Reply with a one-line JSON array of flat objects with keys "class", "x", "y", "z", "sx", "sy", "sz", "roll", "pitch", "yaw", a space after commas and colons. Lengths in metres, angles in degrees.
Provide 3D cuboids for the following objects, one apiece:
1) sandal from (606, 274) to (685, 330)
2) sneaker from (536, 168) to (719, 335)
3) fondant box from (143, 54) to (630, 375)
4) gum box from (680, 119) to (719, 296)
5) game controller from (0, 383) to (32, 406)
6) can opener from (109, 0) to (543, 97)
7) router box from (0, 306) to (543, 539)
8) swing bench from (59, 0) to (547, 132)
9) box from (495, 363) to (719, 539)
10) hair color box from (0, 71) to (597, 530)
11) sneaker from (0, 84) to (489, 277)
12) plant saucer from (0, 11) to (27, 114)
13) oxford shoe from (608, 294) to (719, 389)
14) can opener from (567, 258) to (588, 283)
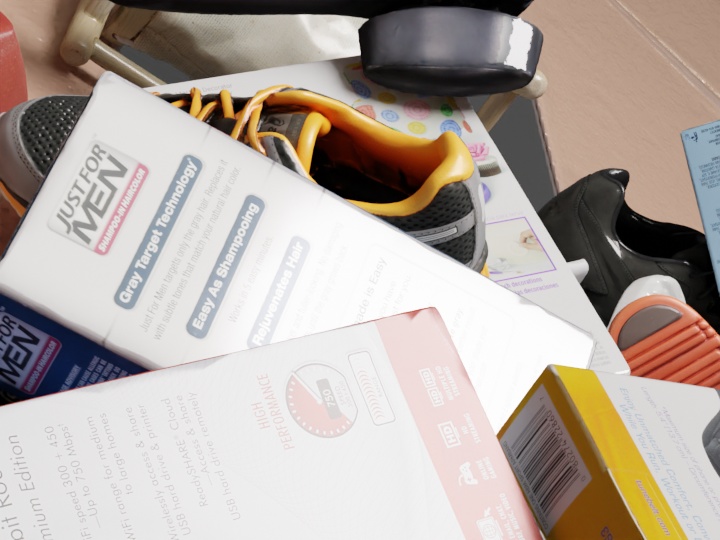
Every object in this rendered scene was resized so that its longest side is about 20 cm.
[{"class": "sandal", "x": 0.106, "y": 0.071, "z": 0.928, "sx": 0.203, "sy": 0.050, "sz": 0.083, "roll": -40, "pitch": 119, "yaw": -51}, {"class": "sneaker", "x": 0.168, "y": 0.029, "z": 1.037, "sx": 0.200, "sy": 0.091, "sz": 0.076, "roll": 42, "pitch": 25, "yaw": -12}, {"class": "fondant box", "x": 0.000, "y": 0.000, "z": 0.810, "sx": 0.144, "sy": 0.058, "sz": 0.200, "roll": -11, "pitch": 52, "yaw": -21}, {"class": "gum box", "x": 0.238, "y": 0.023, "z": 1.051, "sx": 0.170, "sy": 0.044, "sz": 0.201, "roll": 4, "pitch": 72, "yaw": -64}, {"class": "game controller", "x": -0.105, "y": 0.074, "z": 0.638, "sx": 0.200, "sy": 0.042, "sz": 0.105, "roll": 18, "pitch": 35, "yaw": -42}, {"class": "can opener", "x": -0.018, "y": -0.128, "z": 0.841, "sx": 0.199, "sy": 0.064, "sz": 0.079, "roll": 9, "pitch": 53, "yaw": 2}, {"class": "router box", "x": -0.020, "y": 0.123, "z": 0.554, "sx": 0.179, "sy": 0.049, "sz": 0.201, "roll": -12, "pitch": 69, "yaw": -32}, {"class": "swing bench", "x": -0.027, "y": -0.138, "z": 0.985, "sx": 0.199, "sy": 0.130, "sz": 0.200, "roll": 33, "pitch": 22, "yaw": -17}, {"class": "box", "x": 0.148, "y": 0.095, "z": 0.632, "sx": 0.199, "sy": 0.042, "sz": 0.119, "roll": 12, "pitch": 37, "yaw": -35}, {"class": "hair color box", "x": -0.027, "y": 0.027, "z": 0.677, "sx": 0.199, "sy": 0.061, "sz": 0.100, "roll": 29, "pitch": 54, "yaw": -8}, {"class": "sneaker", "x": -0.044, "y": -0.038, "z": 0.746, "sx": 0.199, "sy": 0.077, "sz": 0.078, "roll": 12, "pitch": 49, "yaw": 2}, {"class": "plant saucer", "x": -0.232, "y": -0.125, "z": 0.759, "sx": 0.200, "sy": 0.037, "sz": 0.200, "roll": 44, "pitch": 21, "yaw": 3}, {"class": "oxford shoe", "x": 0.164, "y": 0.095, "z": 0.927, "sx": 0.201, "sy": 0.071, "sz": 0.073, "roll": 63, "pitch": 2, "yaw": -17}, {"class": "can opener", "x": 0.062, "y": 0.033, "z": 0.926, "sx": 0.067, "sy": 0.053, "sz": 0.200, "roll": 51, "pitch": 28, "yaw": 15}]
